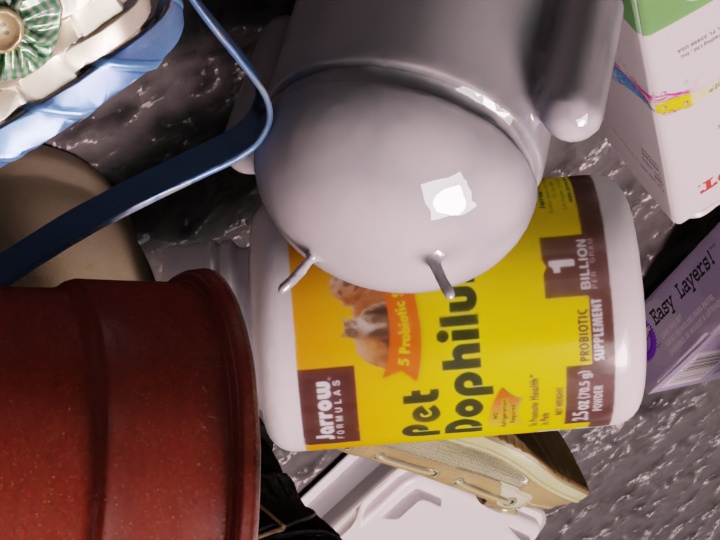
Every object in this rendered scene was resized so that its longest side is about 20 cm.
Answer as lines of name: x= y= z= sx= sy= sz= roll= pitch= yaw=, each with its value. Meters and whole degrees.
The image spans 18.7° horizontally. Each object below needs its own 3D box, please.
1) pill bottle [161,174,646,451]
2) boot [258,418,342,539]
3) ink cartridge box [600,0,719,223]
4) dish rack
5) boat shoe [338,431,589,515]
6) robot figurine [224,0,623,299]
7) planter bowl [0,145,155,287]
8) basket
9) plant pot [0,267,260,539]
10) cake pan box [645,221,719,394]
pill bottle: x=0.018 y=0.020 z=0.941 sx=0.199 sy=0.110 sz=0.109 roll=-5 pitch=143 yaw=0
boot: x=-0.096 y=0.147 z=1.062 sx=0.210 sy=0.158 sz=0.080 roll=-12 pitch=141 yaw=-31
ink cartridge box: x=0.176 y=-0.135 z=1.020 sx=0.145 sy=0.084 sz=0.200 roll=-31 pitch=146 yaw=-6
dish rack: x=0.021 y=0.175 z=1.306 sx=0.172 sy=0.044 sz=0.200 roll=-43 pitch=145 yaw=13
boat shoe: x=0.055 y=0.096 z=1.216 sx=0.063 sy=0.073 sz=0.200 roll=-40 pitch=144 yaw=19
robot figurine: x=0.023 y=-0.075 z=0.867 sx=0.169 sy=0.201 sz=0.113 roll=-7 pitch=145 yaw=33
planter bowl: x=-0.161 y=0.064 z=0.927 sx=0.200 sy=0.135 sz=0.201 roll=-23 pitch=145 yaw=-17
basket: x=-0.143 y=-0.074 z=0.764 sx=0.176 sy=0.139 sz=0.200 roll=-31 pitch=138 yaw=2
plant pot: x=-0.157 y=0.085 z=0.736 sx=0.195 sy=0.201 sz=0.201 roll=9 pitch=130 yaw=-20
cake pan box: x=0.267 y=-0.006 z=1.257 sx=0.184 sy=0.052 sz=0.200 roll=-9 pitch=152 yaw=-31
